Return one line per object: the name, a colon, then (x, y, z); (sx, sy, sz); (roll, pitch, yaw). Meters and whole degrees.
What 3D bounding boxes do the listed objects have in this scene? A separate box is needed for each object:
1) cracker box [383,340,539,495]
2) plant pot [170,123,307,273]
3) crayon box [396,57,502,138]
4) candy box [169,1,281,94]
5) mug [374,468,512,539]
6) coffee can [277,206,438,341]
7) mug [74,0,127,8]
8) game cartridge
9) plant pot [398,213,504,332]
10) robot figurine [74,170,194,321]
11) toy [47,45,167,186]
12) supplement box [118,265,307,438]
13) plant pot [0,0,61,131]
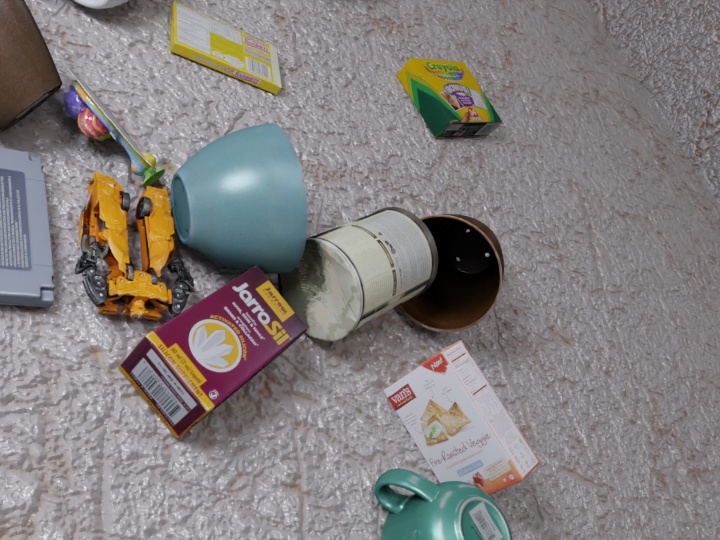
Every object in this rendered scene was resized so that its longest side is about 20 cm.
cracker box: (0.138, 0.218, 1.053); (0.058, 0.134, 0.200); (-20, 74, -48)
plant pot: (-0.170, -0.087, 0.979); (0.134, 0.200, 0.201); (-9, 65, -27)
crayon box: (0.196, -0.375, 1.627); (0.200, 0.058, 0.173); (-13, 69, -47)
candy box: (-0.226, -0.373, 1.263); (0.200, 0.026, 0.102); (16, 48, -34)
mug: (0.107, 0.341, 0.944); (0.185, 0.114, 0.152); (28, 44, -24)
coffee can: (0.000, 0.000, 1.085); (0.200, 0.146, 0.147); (-25, 78, -49)
mug: (-0.400, -0.484, 1.116); (0.199, 0.148, 0.176); (14, 52, 3)
game cartridge: (-0.417, -0.053, 0.832); (0.133, 0.042, 0.201); (4, 57, -36)
plant pot: (0.161, -0.017, 1.246); (0.187, 0.187, 0.200); (51, 25, 2)
robot figurine: (-0.279, -0.023, 0.916); (0.145, 0.058, 0.201); (12, 52, -36)
toy: (-0.339, -0.189, 0.979); (0.047, 0.115, 0.200); (-44, 90, -6)
supplement box: (-0.171, 0.092, 0.903); (0.110, 0.086, 0.200); (50, 39, 1)
plant pot: (-0.452, -0.270, 0.866); (0.200, 0.187, 0.187); (51, 37, -20)
